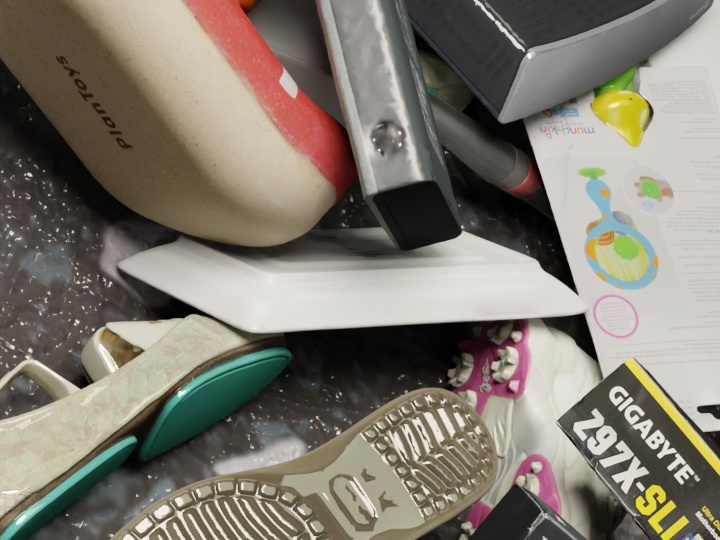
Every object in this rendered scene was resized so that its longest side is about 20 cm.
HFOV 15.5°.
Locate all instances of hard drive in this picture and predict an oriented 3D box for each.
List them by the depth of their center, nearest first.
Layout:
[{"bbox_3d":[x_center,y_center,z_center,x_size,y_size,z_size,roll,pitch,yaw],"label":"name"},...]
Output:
[{"bbox_3d":[0.001,-0.118,1.150,0.140,0.033,0.200,51,25,-78],"label":"hard drive"},{"bbox_3d":[0.093,-0.156,1.302,0.135,0.042,0.200,49,42,10],"label":"hard drive"}]

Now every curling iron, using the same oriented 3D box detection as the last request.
[{"bbox_3d":[0.070,-0.057,1.298,0.200,0.026,0.050,21,48,-53],"label":"curling iron"}]

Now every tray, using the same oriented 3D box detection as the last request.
[{"bbox_3d":[0.000,0.000,1.201,0.200,0.107,0.022,-2,106,-39],"label":"tray"}]

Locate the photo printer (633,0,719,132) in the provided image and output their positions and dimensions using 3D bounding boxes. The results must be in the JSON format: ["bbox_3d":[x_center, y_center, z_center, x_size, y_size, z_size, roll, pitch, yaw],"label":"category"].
[{"bbox_3d":[0.191,-0.078,1.414,0.166,0.069,0.200,-12,68,-49],"label":"photo printer"}]

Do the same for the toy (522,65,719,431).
[{"bbox_3d":[0.141,-0.007,1.290,0.115,0.047,0.200,-2,65,-25],"label":"toy"}]

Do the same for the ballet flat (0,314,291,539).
[{"bbox_3d":[-0.107,0.053,1.100,0.062,0.067,0.200,48,42,10],"label":"ballet flat"}]

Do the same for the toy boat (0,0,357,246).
[{"bbox_3d":[-0.070,-0.108,1.131,0.131,0.130,0.200,-50,120,-25],"label":"toy boat"}]

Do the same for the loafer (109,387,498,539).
[{"bbox_3d":[-0.031,0.117,1.113,0.200,0.068,0.076,-22,73,-28],"label":"loafer"}]

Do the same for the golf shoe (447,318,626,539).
[{"bbox_3d":[0.092,0.108,1.210,0.091,0.075,0.200,24,49,-28],"label":"golf shoe"}]

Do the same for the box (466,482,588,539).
[{"bbox_3d":[0.100,0.207,1.088,0.200,0.141,0.079,40,3,-8],"label":"box"}]

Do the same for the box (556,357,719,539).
[{"bbox_3d":[0.177,0.135,1.165,0.160,0.049,0.200,53,6,30],"label":"box"}]

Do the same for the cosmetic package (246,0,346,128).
[{"bbox_3d":[-0.084,-0.135,1.241,0.200,0.081,0.113,25,48,-24],"label":"cosmetic package"}]

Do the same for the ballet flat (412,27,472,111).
[{"bbox_3d":[0.049,-0.149,1.362,0.067,0.062,0.200,17,43,5],"label":"ballet flat"}]
